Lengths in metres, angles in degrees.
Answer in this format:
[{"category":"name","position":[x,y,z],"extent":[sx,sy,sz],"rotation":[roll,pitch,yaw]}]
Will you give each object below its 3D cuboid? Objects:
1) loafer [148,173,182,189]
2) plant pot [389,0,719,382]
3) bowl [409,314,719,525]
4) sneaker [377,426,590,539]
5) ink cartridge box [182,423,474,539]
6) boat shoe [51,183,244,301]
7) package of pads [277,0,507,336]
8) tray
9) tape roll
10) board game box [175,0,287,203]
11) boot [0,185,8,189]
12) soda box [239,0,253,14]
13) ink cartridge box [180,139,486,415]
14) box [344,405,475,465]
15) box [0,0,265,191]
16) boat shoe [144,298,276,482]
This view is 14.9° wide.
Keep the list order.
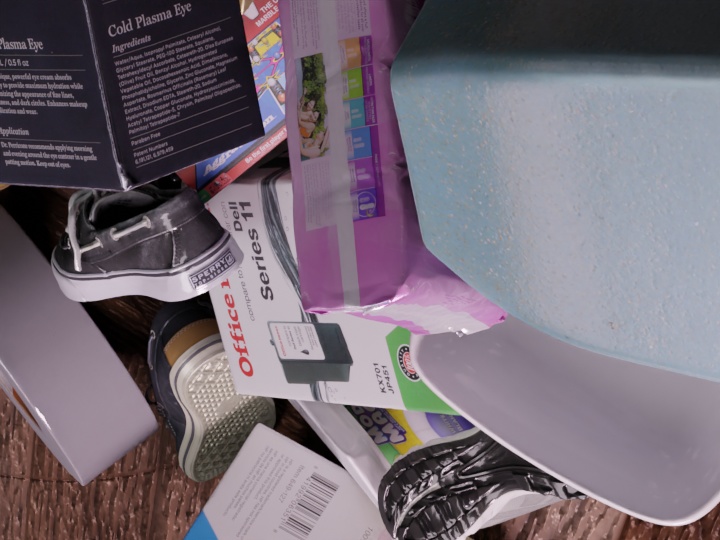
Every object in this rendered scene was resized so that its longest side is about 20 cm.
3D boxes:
[{"category":"loafer","position":[-0.136,-0.077,1.722],"extent":[0.201,0.068,0.070],"rotation":[49,151,-2]},{"category":"plant pot","position":[0.128,-0.080,1.337],"extent":[0.200,0.196,0.196],"rotation":[5,132,21]},{"category":"bowl","position":[0.149,0.018,1.495],"extent":[0.200,0.075,0.200],"rotation":[32,97,12]},{"category":"sneaker","position":[0.104,0.105,1.621],"extent":[0.200,0.079,0.074],"rotation":[-24,85,34]},{"category":"ink cartridge box","position":[-0.014,0.227,1.819],"extent":[0.200,0.147,0.145],"rotation":[29,163,16]},{"category":"boat shoe","position":[-0.140,-0.024,1.633],"extent":[0.068,0.074,0.199],"rotation":[61,161,-16]},{"category":"package of pads","position":[0.018,-0.069,1.438],"extent":[0.076,0.120,0.200],"rotation":[-11,77,28]},{"category":"tray","position":[-0.023,0.091,1.747],"extent":[0.200,0.022,0.107],"rotation":[47,172,50]},{"category":"tape roll","position":[-0.219,0.045,1.844],"extent":[0.200,0.066,0.200],"rotation":[52,170,13]},{"category":"board game box","position":[-0.050,-0.134,1.549],"extent":[0.200,0.019,0.103],"rotation":[-38,99,25]},{"category":"boot","position":[-0.273,-0.081,1.792],"extent":[0.066,0.175,0.200],"rotation":[2,148,-24]},{"category":"soda box","position":[-0.065,-0.241,1.444],"extent":[0.064,0.068,0.200],"rotation":[18,125,7]},{"category":"ink cartridge box","position":[0.000,0.000,1.622],"extent":[0.200,0.083,0.147],"rotation":[2,112,47]},{"category":"box","position":[0.061,0.083,1.721],"extent":[0.117,0.048,0.200],"rotation":[53,143,-14]},{"category":"box","position":[-0.165,-0.145,1.448],"extent":[0.200,0.104,0.182],"rotation":[6,113,45]},{"category":"boat shoe","position":[-0.102,0.079,1.834],"extent":[0.062,0.075,0.200],"rotation":[53,167,25]}]
